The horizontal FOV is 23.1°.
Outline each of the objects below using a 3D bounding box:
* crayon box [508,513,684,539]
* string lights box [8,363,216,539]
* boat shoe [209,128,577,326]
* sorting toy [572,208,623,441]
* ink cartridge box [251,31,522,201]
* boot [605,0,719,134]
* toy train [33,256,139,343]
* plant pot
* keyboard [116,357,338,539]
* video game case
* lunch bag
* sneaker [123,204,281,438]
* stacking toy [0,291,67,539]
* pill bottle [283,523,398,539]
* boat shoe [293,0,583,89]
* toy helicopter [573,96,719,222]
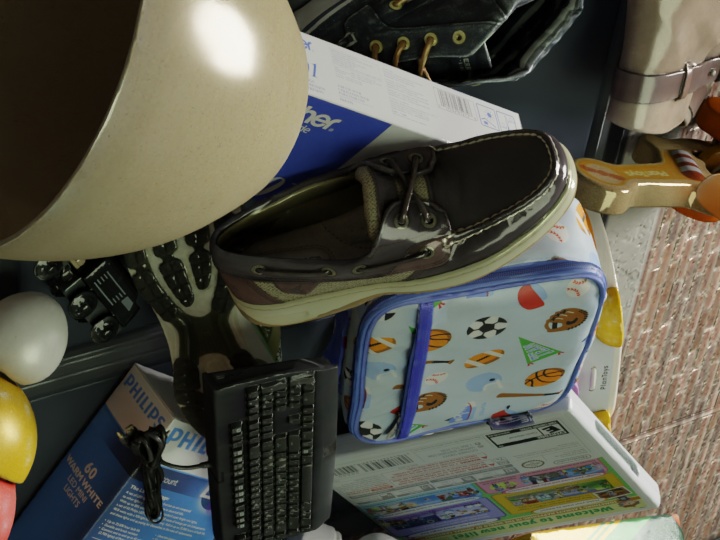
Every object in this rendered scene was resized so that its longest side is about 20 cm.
[{"bbox_3d":[0.146,0.236,1.379,0.199,0.051,0.127,0,161,-40],"label":"crayon box"},{"bbox_3d":[-0.153,0.164,1.112,0.200,0.059,0.103,-52,139,10],"label":"string lights box"},{"bbox_3d":[0.015,-0.028,0.925,0.199,0.072,0.065,-18,151,13],"label":"boat shoe"},{"bbox_3d":[0.079,0.060,1.206,0.179,0.107,0.201,-10,132,-8],"label":"sorting toy"},{"bbox_3d":[-0.008,-0.070,0.959,0.199,0.044,0.094,16,141,-40],"label":"ink cartridge box"},{"bbox_3d":[0.187,-0.159,1.090,0.200,0.070,0.147,4,109,-53],"label":"boot"},{"bbox_3d":[-0.172,-0.027,0.952,0.046,0.034,0.200,-41,140,-8],"label":"toy train"},{"bbox_3d":[-0.104,-0.091,0.815,0.134,0.200,0.201,16,113,-40],"label":"plant pot"},{"bbox_3d":[-0.076,0.117,1.037,0.126,0.021,0.200,-8,145,-8],"label":"keyboard"},{"bbox_3d":[0.087,0.144,1.236,0.199,0.022,0.182,-15,146,23],"label":"video game case"},{"bbox_3d":[0.056,0.035,1.050,0.159,0.076,0.200,-11,150,-11],"label":"lunch bag"},{"bbox_3d":[-0.085,0.001,1.036,0.076,0.089,0.201,-1,118,14],"label":"sneaker"},{"bbox_3d":[-0.222,0.100,0.958,0.200,0.146,0.146,-53,140,-5],"label":"stacking toy"},{"bbox_3d":[0.029,0.253,1.237,0.199,0.112,0.113,29,108,-8],"label":"pill bottle"},{"bbox_3d":[0.027,-0.124,0.987,0.200,0.091,0.071,-38,140,-6],"label":"boat shoe"},{"bbox_3d":[0.218,-0.051,1.176,0.199,0.132,0.079,-3,127,-37],"label":"toy helicopter"}]
